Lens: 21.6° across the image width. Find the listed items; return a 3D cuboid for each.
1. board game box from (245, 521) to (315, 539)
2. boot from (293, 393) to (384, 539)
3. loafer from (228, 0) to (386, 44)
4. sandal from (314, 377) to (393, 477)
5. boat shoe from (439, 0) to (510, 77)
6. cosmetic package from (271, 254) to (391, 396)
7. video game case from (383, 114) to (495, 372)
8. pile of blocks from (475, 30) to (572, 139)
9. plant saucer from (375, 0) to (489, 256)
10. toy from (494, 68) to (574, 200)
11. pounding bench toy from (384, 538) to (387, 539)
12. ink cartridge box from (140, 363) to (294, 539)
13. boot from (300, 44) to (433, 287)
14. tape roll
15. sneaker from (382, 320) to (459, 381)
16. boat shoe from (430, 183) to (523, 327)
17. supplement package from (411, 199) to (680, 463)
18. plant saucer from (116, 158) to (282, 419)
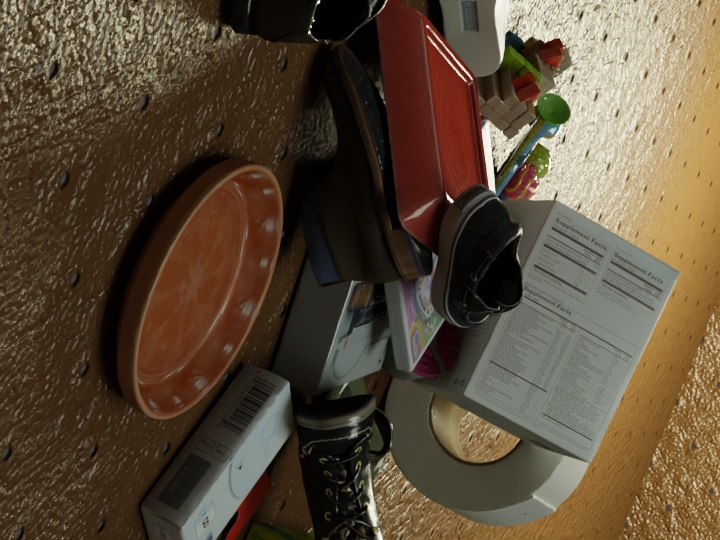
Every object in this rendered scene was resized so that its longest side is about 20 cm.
[{"bbox_3d":[-0.071,0.303,1.815,0.102,0.047,0.200,-65,160,-3],"label":"board game box"},{"bbox_3d":[-0.015,0.188,1.639,0.200,0.072,0.152,147,-67,-79],"label":"boot"},{"bbox_3d":[-0.022,-0.191,1.361,0.200,0.071,0.074,-30,139,-59],"label":"loafer"},{"bbox_3d":[-0.001,0.159,1.822,0.080,0.057,0.201,-58,159,-22],"label":"sandal"},{"bbox_3d":[0.104,-0.258,1.630,0.201,0.071,0.069,77,19,-49],"label":"boat shoe"},{"bbox_3d":[0.000,0.000,1.663,0.151,0.051,0.202,-19,129,-68],"label":"cosmetic package"},{"bbox_3d":[0.074,-0.026,1.699,0.200,0.018,0.144,-55,147,-41],"label":"video game case"},{"bbox_3d":[0.153,-0.197,1.772,0.062,0.082,0.200,-35,-170,27],"label":"pile of blocks"},{"bbox_3d":[0.067,-0.111,1.568,0.200,0.036,0.202,34,47,-66],"label":"plant saucer"},{"bbox_3d":[0.165,-0.103,1.892,0.115,0.047,0.200,-52,173,-34],"label":"toy"},{"bbox_3d":[0.043,0.398,1.990,0.124,0.199,0.157,-16,126,-65],"label":"pounding bench toy"},{"bbox_3d":[-0.111,0.198,1.596,0.161,0.047,0.201,-55,156,-30],"label":"ink cartridge box"},{"bbox_3d":[-0.017,-0.075,1.503,0.075,0.096,0.201,-62,135,-64],"label":"boot"},{"bbox_3d":[0.137,0.160,1.972,0.204,0.201,0.139,-65,161,-5],"label":"tape roll"},{"bbox_3d":[0.058,0.018,1.805,0.088,0.081,0.201,-34,-149,56],"label":"sneaker"},{"bbox_3d":[0.105,0.003,1.541,0.070,0.066,0.201,-38,157,-20],"label":"boat shoe"},{"bbox_3d":[0.175,0.054,1.804,0.201,0.150,0.152,-64,-164,-6],"label":"supplement package"},{"bbox_3d":[-0.121,0.011,1.388,0.201,0.032,0.201,-52,156,-34],"label":"plant saucer"}]
